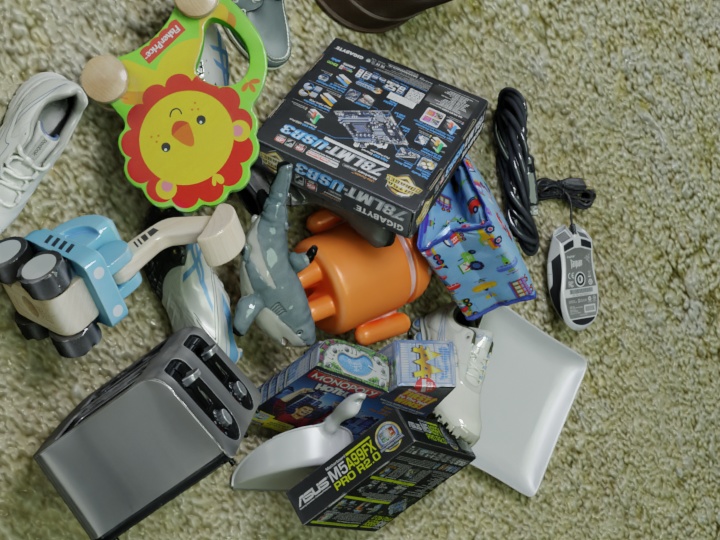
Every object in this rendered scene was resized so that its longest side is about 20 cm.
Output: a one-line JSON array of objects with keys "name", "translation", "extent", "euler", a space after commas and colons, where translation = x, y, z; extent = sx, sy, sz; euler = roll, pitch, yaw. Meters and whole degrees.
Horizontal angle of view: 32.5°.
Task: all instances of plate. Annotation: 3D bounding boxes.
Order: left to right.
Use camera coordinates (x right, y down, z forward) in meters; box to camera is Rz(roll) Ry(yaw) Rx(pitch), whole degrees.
[{"name": "plate", "translation": [0.189, 0.166, 1.597], "extent": [0.199, 0.032, 0.202], "euler": [31, 77, -31]}]

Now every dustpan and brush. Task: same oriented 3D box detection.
[{"name": "dustpan and brush", "translation": [-0.046, 0.192, 1.374], "extent": [0.138, 0.200, 0.058], "euler": [7, 63, -32]}]

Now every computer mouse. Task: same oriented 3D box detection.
[{"name": "computer mouse", "translation": [0.270, -0.022, 1.628], "extent": [0.109, 0.044, 0.203], "euler": [-5, 91, -37]}]

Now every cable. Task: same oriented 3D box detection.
[{"name": "cable", "translation": [0.187, -0.122, 1.505], "extent": [0.050, 0.164, 0.203], "euler": [-4, 113, 10]}]

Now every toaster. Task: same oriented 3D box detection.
[{"name": "toaster", "translation": [-0.210, 0.162, 1.222], "extent": [0.199, 0.181, 0.119], "euler": [-35, 98, 13]}]

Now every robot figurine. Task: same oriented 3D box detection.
[{"name": "robot figurine", "translation": [0.000, -0.002, 1.409], "extent": [0.198, 0.144, 0.117], "euler": [-22, 144, -29]}]

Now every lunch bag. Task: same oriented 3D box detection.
[{"name": "lunch bag", "translation": [0.128, -0.072, 1.450], "extent": [0.151, 0.093, 0.202], "euler": [52, 26, -45]}]

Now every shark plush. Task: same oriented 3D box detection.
[{"name": "shark plush", "translation": [-0.082, -0.017, 1.307], "extent": [0.082, 0.091, 0.203], "euler": [6, 101, 5]}]

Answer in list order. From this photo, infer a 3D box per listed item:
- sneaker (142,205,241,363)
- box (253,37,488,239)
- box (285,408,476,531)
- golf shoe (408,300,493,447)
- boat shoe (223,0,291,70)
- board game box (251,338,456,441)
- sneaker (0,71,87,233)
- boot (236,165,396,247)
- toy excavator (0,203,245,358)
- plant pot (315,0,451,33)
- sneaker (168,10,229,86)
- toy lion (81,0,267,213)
[{"name": "sneaker", "translation": [-0.179, 0.016, 1.321], "extent": [0.072, 0.071, 0.203], "euler": [-29, 109, -52]}, {"name": "box", "translation": [0.012, -0.149, 1.338], "extent": [0.199, 0.198, 0.050], "euler": [-57, 164, -37]}, {"name": "box", "translation": [0.028, 0.230, 1.392], "extent": [0.160, 0.045, 0.200], "euler": [-38, 155, 13]}, {"name": "golf shoe", "translation": [0.117, 0.110, 1.448], "extent": [0.097, 0.201, 0.078], "euler": [-39, 130, 22]}, {"name": "boat shoe", "translation": [-0.119, -0.313, 1.335], "extent": [0.072, 0.062, 0.202], "euler": [-29, 109, -27]}, {"name": "board game box", "translation": [0.003, 0.129, 1.375], "extent": [0.198, 0.199, 0.062], "euler": [23, 48, -32]}, {"name": "sneaker", "translation": [-0.336, -0.109, 1.200], "extent": [0.074, 0.087, 0.202], "euler": [34, 77, -31]}, {"name": "boot", "translation": [-0.060, -0.079, 1.341], "extent": [0.131, 0.200, 0.070], "euler": [-21, 142, -30]}, {"name": "toy excavator", "translation": [-0.238, -0.013, 1.215], "extent": [0.200, 0.193, 0.101], "euler": [-44, 133, -29]}, {"name": "plant pot", "translation": [0.060, -0.372, 1.365], "extent": [0.198, 0.197, 0.203], "euler": [-4, 97, -32]}, {"name": "sneaker", "translation": [-0.172, -0.178, 1.301], "extent": [0.071, 0.072, 0.203], "euler": [-3, 98, -4]}, {"name": "toy lion", "translation": [-0.169, -0.168, 1.246], "extent": [0.200, 0.069, 0.192], "euler": [-44, 92, -4]}]
